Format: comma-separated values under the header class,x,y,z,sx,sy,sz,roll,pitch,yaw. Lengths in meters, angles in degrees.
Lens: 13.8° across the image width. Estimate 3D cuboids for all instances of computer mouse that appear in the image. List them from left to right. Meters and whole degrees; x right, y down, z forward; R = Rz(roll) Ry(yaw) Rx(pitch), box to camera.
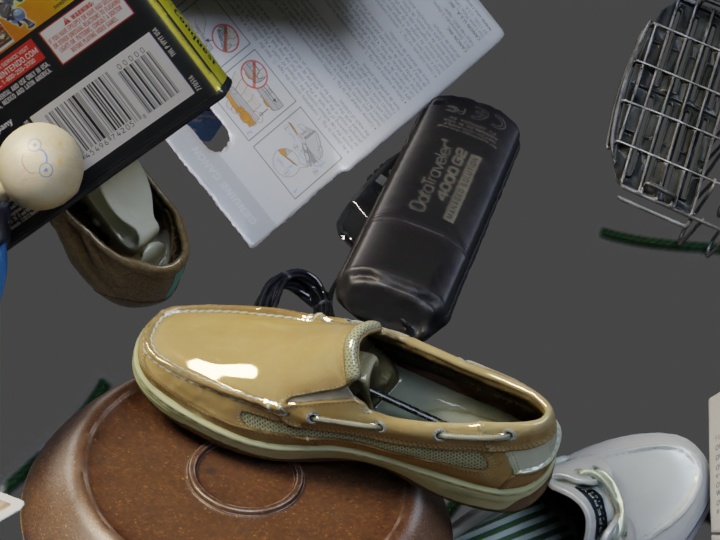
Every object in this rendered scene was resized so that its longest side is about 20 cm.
class,x,y,z,sx,sy,sz,roll,pitch,yaw
computer mouse,0.000,0.000,1.464,0.059,0.034,0.200,36,45,9

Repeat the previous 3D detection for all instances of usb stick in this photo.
class,x,y,z,sx,sy,sz,roll,pitch,yaw
usb stick,0.035,-0.028,1.434,0.055,0.033,0.200,21,32,3

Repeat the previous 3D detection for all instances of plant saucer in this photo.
class,x,y,z,sx,sy,sz,roll,pitch,yaw
plant saucer,-0.054,0.104,1.359,0.200,0.035,0.200,5,39,-4

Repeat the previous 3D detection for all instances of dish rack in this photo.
class,x,y,z,sx,sy,sz,roll,pitch,yaw
dish rack,0.225,-0.054,1.585,0.200,0.055,0.154,24,56,-5

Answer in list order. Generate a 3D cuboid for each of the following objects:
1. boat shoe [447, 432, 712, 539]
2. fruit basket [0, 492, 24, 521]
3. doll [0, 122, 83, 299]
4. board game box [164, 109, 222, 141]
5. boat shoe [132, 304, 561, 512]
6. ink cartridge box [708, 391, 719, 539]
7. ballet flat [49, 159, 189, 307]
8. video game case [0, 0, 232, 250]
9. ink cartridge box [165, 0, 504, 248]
class,x,y,z,sx,sy,sz,roll,pitch,yaw
boat shoe,0.101,0.128,1.430,0.200,0.067,0.074,-28,76,-30
fruit basket,-0.266,0.110,1.249,0.185,0.094,0.200,-28,34,-30
doll,-0.213,-0.007,1.329,0.200,0.048,0.137,-28,75,-7
board game box,-0.154,-0.162,1.510,0.151,0.037,0.200,1,64,-20
boat shoe,-0.006,0.046,1.341,0.200,0.076,0.072,12,59,5
ink cartridge box,0.251,0.152,1.449,0.145,0.084,0.200,17,57,-25
ballet flat,-0.146,-0.068,1.410,0.068,0.072,0.200,-40,99,-28
video game case,-0.190,-0.100,1.358,0.181,0.200,0.026,53,17,-11
ink cartridge box,-0.045,-0.122,1.508,0.200,0.050,0.161,-42,96,-29
